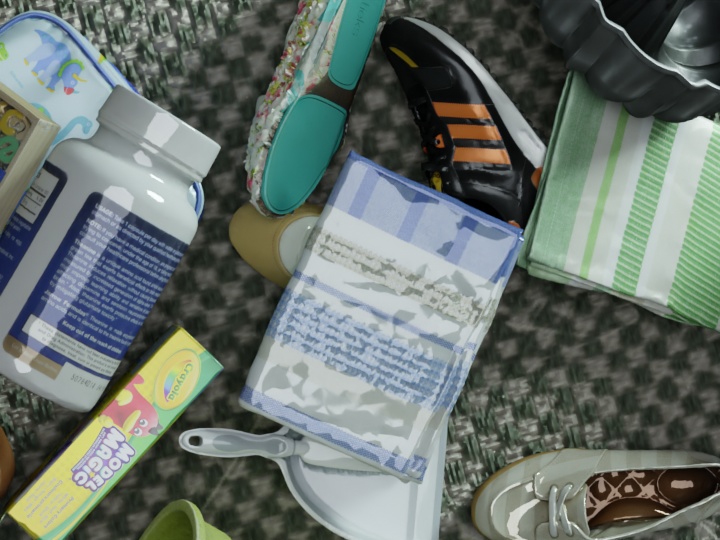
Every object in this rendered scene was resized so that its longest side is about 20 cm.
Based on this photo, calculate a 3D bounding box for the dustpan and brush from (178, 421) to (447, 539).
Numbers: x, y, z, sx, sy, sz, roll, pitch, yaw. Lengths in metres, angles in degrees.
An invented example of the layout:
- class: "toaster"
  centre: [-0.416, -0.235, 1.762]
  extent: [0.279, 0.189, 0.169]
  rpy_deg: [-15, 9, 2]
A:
- class: "dustpan and brush"
  centre: [-0.032, 0.129, 1.565]
  extent: [0.199, 0.057, 0.141]
  rpy_deg: [5, 88, -7]

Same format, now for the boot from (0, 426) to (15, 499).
- class: "boot"
  centre: [-0.307, 0.077, 1.484]
  extent: [0.076, 0.155, 0.201]
  rpy_deg: [-31, 92, -6]

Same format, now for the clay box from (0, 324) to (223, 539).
- class: "clay box"
  centre: [-0.181, 0.125, 1.520]
  extent: [0.048, 0.115, 0.200]
  rpy_deg: [42, 85, -5]

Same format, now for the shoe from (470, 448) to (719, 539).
- class: "shoe"
  centre: [0.180, 0.163, 1.593]
  extent: [0.199, 0.053, 0.070]
  rpy_deg: [-8, 89, -7]

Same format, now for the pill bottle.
- class: "pill bottle"
  centre: [-0.177, -0.017, 1.444]
  extent: [0.111, 0.111, 0.201]
  rpy_deg: [31, 89, -5]

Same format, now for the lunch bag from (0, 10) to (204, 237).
- class: "lunch bag"
  centre: [-0.214, -0.072, 1.537]
  extent: [0.161, 0.082, 0.200]
  rpy_deg: [-41, 93, -4]

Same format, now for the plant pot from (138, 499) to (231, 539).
- class: "plant pot"
  centre: [-0.076, 0.284, 1.503]
  extent: [0.183, 0.200, 0.201]
  rpy_deg: [23, 86, -17]

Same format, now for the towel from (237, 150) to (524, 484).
- class: "towel"
  centre: [0.015, 0.035, 1.532]
  extent: [0.146, 0.024, 0.201]
  rpy_deg: [24, 93, -8]

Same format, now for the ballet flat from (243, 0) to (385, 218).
- class: "ballet flat"
  centre: [-0.039, -0.132, 1.573]
  extent: [0.075, 0.064, 0.201]
  rpy_deg: [31, 79, -41]

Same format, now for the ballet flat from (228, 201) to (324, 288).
- class: "ballet flat"
  centre: [0.000, 0.000, 1.571]
  extent: [0.199, 0.063, 0.069]
  rpy_deg: [26, 79, -6]

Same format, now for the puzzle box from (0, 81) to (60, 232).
- class: "puzzle box"
  centre: [-0.305, -0.090, 1.472]
  extent: [0.200, 0.025, 0.134]
  rpy_deg: [34, 98, 29]

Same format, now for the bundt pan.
- class: "bundt pan"
  centre: [0.204, -0.188, 1.560]
  extent: [0.201, 0.076, 0.203]
  rpy_deg: [20, 48, -23]

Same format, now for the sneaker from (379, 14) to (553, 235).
- class: "sneaker"
  centre: [0.070, -0.091, 1.575]
  extent: [0.090, 0.070, 0.200]
  rpy_deg: [-43, 96, -15]

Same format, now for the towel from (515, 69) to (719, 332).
- class: "towel"
  centre: [0.216, -0.045, 1.589]
  extent: [0.199, 0.023, 0.154]
  rpy_deg: [18, 84, -25]
